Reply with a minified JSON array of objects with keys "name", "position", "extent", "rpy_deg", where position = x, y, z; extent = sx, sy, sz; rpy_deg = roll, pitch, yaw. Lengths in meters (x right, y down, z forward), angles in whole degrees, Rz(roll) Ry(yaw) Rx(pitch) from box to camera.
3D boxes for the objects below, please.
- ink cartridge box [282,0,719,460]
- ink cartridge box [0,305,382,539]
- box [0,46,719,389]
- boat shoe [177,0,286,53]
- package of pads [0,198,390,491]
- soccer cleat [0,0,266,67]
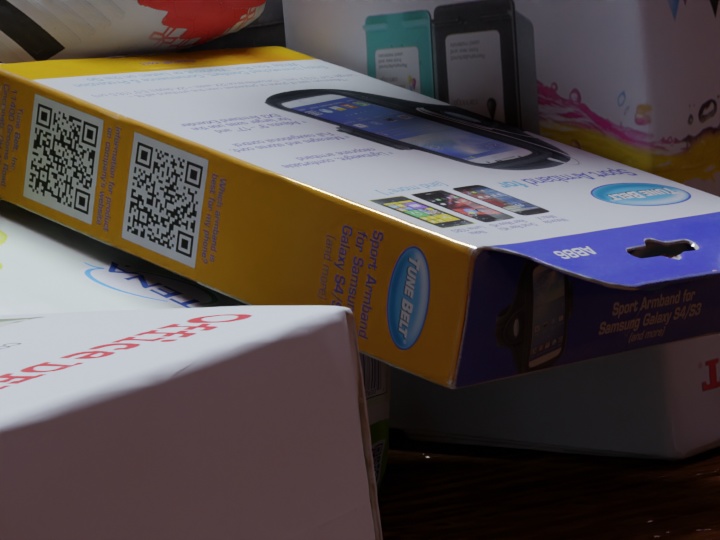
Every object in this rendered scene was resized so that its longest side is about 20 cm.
[{"name":"ink cartridge box","position":[0.077,-0.056,0.802],"extent":[0.146,0.201,0.147],"rpy_deg":[3,11,44]},{"name":"ink cartridge box","position":[-0.112,0.058,0.493],"extent":[0.200,0.085,0.144],"rpy_deg":[-1,8,26]},{"name":"box","position":[0.007,-0.016,0.690],"extent":[0.200,0.042,0.119],"rpy_deg":[24,21,38]},{"name":"boat shoe","position":[-0.052,-0.068,0.842],"extent":[0.200,0.074,0.074],"rpy_deg":[6,7,-35]},{"name":"package of pads","position":[-0.112,0.019,0.702],"extent":[0.200,0.068,0.154],"rpy_deg":[20,23,37]},{"name":"soccer cleat","position":[-0.111,-0.072,0.741],"extent":[0.200,0.085,0.069],"rpy_deg":[-8,44,-47]}]
